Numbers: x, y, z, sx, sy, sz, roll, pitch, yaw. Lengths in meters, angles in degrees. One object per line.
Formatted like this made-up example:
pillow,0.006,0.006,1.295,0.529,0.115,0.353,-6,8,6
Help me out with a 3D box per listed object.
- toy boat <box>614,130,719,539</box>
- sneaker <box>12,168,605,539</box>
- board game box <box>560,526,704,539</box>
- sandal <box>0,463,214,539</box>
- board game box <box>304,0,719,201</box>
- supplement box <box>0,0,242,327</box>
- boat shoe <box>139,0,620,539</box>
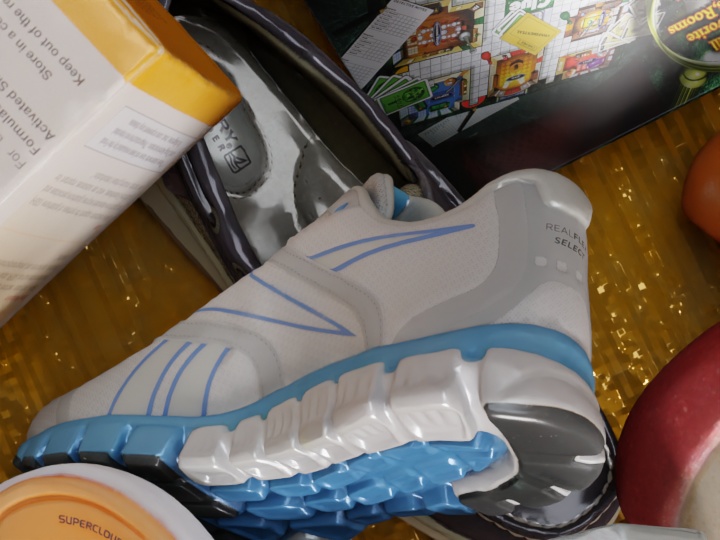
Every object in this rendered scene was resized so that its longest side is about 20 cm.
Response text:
toy boat,0.143,0.003,0.811,0.200,0.131,0.131,-42,55,-16
sneaker,-0.010,0.022,0.748,0.075,0.200,0.087,31,58,-37
board game box,0.029,0.176,0.725,0.147,0.064,0.200,-15,77,25
sandal,-0.058,0.143,0.698,0.079,0.059,0.207,-25,72,25
board game box,0.086,-0.099,0.794,0.200,0.023,0.105,-26,113,14
supplement box,-0.133,-0.006,0.728,0.200,0.126,0.074,-43,85,3
boat shoe,0.000,0.000,0.804,0.072,0.065,0.200,-38,84,-15
